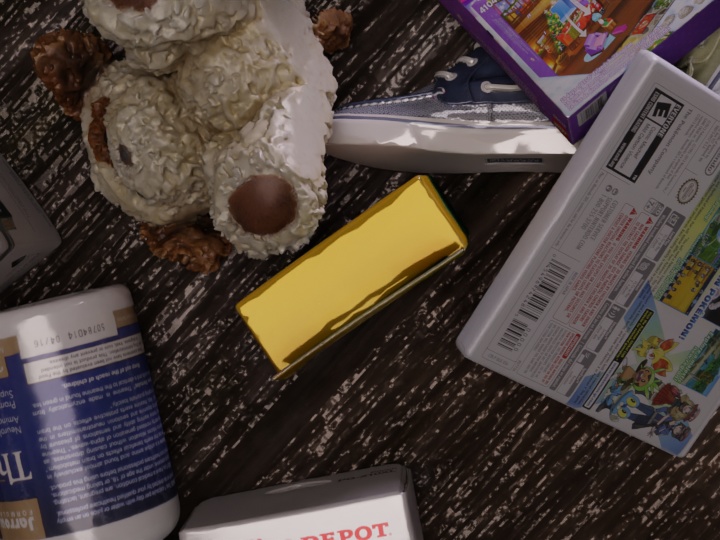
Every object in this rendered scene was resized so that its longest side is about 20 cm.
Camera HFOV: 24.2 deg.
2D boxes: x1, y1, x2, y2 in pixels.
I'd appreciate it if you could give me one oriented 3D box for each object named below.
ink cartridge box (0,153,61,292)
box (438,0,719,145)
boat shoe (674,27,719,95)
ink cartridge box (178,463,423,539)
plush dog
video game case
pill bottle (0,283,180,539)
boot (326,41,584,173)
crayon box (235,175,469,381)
[{"bbox_3d":[-0.276,-0.003,0.980,0.146,0.200,0.085,-38,90,6],"label":"ink cartridge box"},{"bbox_3d":[0.156,-0.187,0.981,0.199,0.039,0.137,-38,66,-4],"label":"box"},{"bbox_3d":[0.222,-0.137,1.013,0.062,0.072,0.201,30,86,16],"label":"boat shoe"},{"bbox_3d":[-0.022,0.235,1.035,0.143,0.084,0.203,-11,93,4],"label":"ink cartridge box"},{"bbox_3d":[-0.100,-0.097,1.003,0.171,0.160,0.201,-27,97,34],"label":"plush dog"},{"bbox_3d":[0.177,-0.003,0.984,0.181,0.022,0.201,25,104,-29],"label":"video game case"},{"bbox_3d":[-0.173,0.117,1.025,0.110,0.111,0.202,-13,92,4],"label":"pill bottle"},{"bbox_3d":[0.074,-0.110,1.024,0.197,0.073,0.092,2,81,0],"label":"boot"},{"bbox_3d":[0.000,0.000,0.962,0.126,0.200,0.051,-35,91,5],"label":"crayon box"}]
